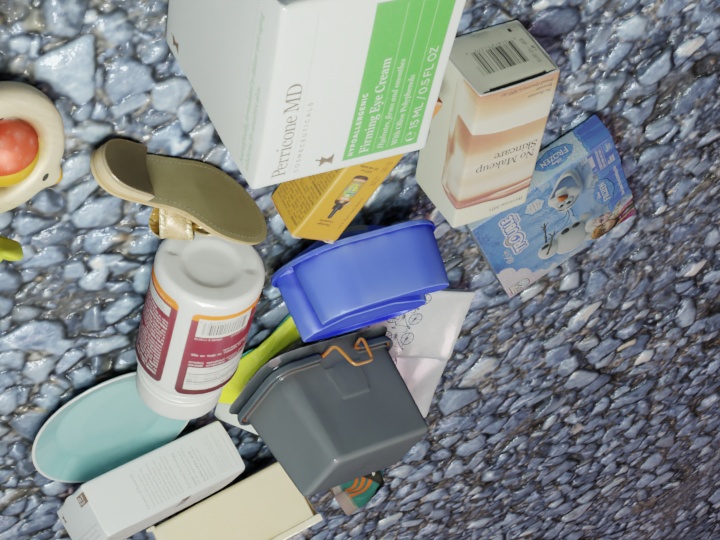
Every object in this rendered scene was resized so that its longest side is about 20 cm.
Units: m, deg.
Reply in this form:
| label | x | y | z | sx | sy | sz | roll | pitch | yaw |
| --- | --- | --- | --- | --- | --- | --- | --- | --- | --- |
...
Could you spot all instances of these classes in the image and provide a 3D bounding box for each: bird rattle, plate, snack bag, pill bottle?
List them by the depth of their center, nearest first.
| label | x | y | z | sx | sy | sz | roll | pitch | yaw |
| --- | --- | --- | --- | --- | --- | --- | --- | --- | --- |
| bird rattle | -0.326 | -0.100 | 1.164 | 0.163 | 0.113 | 0.200 | -30 | 137 | -26 |
| pill bottle | -0.174 | 0.059 | 1.463 | 0.114 | 0.114 | 0.200 | -12 | 143 | -30 |
| plate | -0.284 | 0.173 | 1.605 | 0.200 | 0.026 | 0.200 | -22 | 147 | -15 |
| snack bag | 0.037 | 0.105 | 1.735 | 0.188 | 0.021 | 0.200 | 4 | 119 | -33 |

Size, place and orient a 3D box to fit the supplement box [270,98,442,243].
| label | x | y | z | sx | sy | sz | roll | pitch | yaw |
| --- | --- | --- | --- | --- | --- | --- | --- | --- | --- |
| supplement box | -0.007 | -0.120 | 1.414 | 0.066 | 0.069 | 0.200 | 8 | 129 | -46 |

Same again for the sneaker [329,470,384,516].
| label | x | y | z | sx | sy | sz | roll | pitch | yaw |
| --- | --- | --- | --- | --- | --- | --- | --- | --- | --- |
| sneaker | -0.016 | 0.276 | 1.951 | 0.080 | 0.071 | 0.200 | -34 | 154 | -6 |

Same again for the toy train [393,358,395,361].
| label | x | y | z | sx | sy | sz | roll | pitch | yaw |
| --- | --- | --- | --- | --- | --- | --- | --- | --- | --- |
| toy train | 0.024 | 0.110 | 1.782 | 0.200 | 0.042 | 0.056 | -25 | 158 | -13 |

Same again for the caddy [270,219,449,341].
| label | x | y | z | sx | sy | sz | roll | pitch | yaw |
| --- | --- | --- | --- | --- | --- | --- | --- | --- | --- |
| caddy | 0.000 | 0.000 | 1.551 | 0.200 | 0.105 | 0.141 | -16 | 167 | -27 |

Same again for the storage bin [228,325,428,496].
| label | x | y | z | sx | sy | sz | roll | pitch | yaw |
| --- | --- | --- | --- | --- | --- | --- | --- | --- | --- |
| storage bin | -0.019 | 0.159 | 1.583 | 0.200 | 0.134 | 0.146 | -14 | 152 | -45 |

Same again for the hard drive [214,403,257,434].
| label | x | y | z | sx | sy | sz | roll | pitch | yaw |
| --- | --- | --- | --- | --- | --- | --- | --- | --- | --- |
| hard drive | -0.065 | 0.194 | 1.739 | 0.200 | 0.132 | 0.027 | 13 | 91 | -49 |

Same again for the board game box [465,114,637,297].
| label | x | y | z | sx | sy | sz | roll | pitch | yaw |
| --- | --- | --- | --- | --- | --- | --- | --- | --- | --- |
| board game box | 0.232 | -0.073 | 1.710 | 0.199 | 0.043 | 0.200 | -34 | 149 | 3 |

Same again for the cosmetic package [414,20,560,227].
| label | x | y | z | sx | sy | sz | roll | pitch | yaw |
| --- | --- | --- | --- | --- | --- | --- | --- | --- | --- |
| cosmetic package | 0.130 | -0.151 | 1.471 | 0.103 | 0.087 | 0.200 | -21 | 147 | -20 |

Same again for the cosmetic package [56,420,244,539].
| label | x | y | z | sx | sy | sz | roll | pitch | yaw |
| --- | --- | --- | --- | --- | --- | --- | --- | --- | --- |
| cosmetic package | -0.246 | 0.258 | 1.654 | 0.200 | 0.074 | 0.102 | -25 | 168 | -36 |

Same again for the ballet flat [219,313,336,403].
| label | x | y | z | sx | sy | sz | roll | pitch | yaw |
| --- | --- | --- | --- | --- | --- | --- | --- | --- | --- |
| ballet flat | -0.095 | 0.108 | 1.643 | 0.200 | 0.067 | 0.067 | -42 | 149 | 15 |

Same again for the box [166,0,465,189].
| label | x | y | z | sx | sy | sz | roll | pitch | yaw |
| --- | --- | --- | --- | --- | --- | --- | --- | --- | --- |
| box | -0.041 | -0.214 | 1.125 | 0.171 | 0.200 | 0.199 | -15 | 145 | -23 |

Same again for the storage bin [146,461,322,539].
| label | x | y | z | sx | sy | sz | roll | pitch | yaw |
| --- | --- | --- | --- | --- | --- | --- | --- | --- | --- |
| storage bin | -0.163 | 0.329 | 1.805 | 0.200 | 0.094 | 0.199 | -28 | 173 | -9 |

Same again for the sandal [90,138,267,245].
| label | x | y | z | sx | sy | sz | roll | pitch | yaw |
| --- | --- | --- | --- | --- | --- | --- | --- | --- | --- |
| sandal | -0.187 | -0.065 | 1.341 | 0.070 | 0.078 | 0.211 | -28 | 148 | 31 |
